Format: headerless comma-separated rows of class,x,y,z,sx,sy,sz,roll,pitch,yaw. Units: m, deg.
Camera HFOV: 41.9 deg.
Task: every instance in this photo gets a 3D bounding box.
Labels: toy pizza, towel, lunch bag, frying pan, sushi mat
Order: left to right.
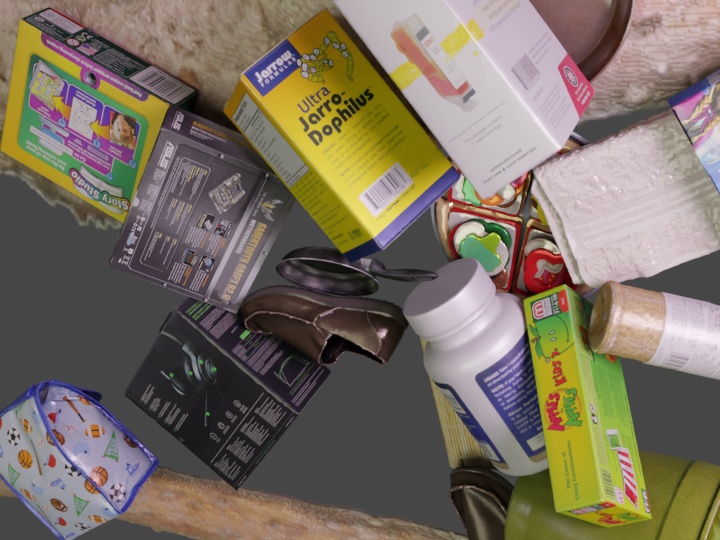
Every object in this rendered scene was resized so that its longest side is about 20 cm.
lunch bag,-0.407,0.250,1.293,0.169,0.124,0.200,-33,107,36
frying pan,-0.015,-0.005,0.972,0.114,0.031,0.189,20,159,-26
sushi mat,0.124,0.141,1.045,0.095,0.012,0.202,-4,114,26
toy pizza,0.159,-0.048,0.914,0.198,0.032,0.202,12,121,20
towel,0.261,-0.068,0.833,0.198,0.035,0.133,-23,106,21

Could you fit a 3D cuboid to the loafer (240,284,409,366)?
loafer,-0.047,0.064,1.034,0.198,0.072,0.073,3,156,23

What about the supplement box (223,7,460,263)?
supplement box,-0.020,-0.122,0.890,0.200,0.109,0.109,50,164,-7

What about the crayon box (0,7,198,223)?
crayon box,-0.296,-0.166,1.053,0.199,0.058,0.174,30,127,7

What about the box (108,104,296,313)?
box,-0.168,-0.060,1.021,0.157,0.049,0.201,20,127,-15

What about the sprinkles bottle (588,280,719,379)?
sprinkles bottle,0.310,0.062,0.845,0.198,0.068,0.069,12,123,-1

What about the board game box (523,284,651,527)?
board game box,0.208,0.126,0.871,0.047,0.202,0.101,-23,147,32

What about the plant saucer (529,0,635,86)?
plant saucer,0.140,-0.243,0.817,0.198,0.035,0.202,11,119,20

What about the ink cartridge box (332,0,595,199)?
ink cartridge box,0.090,-0.181,0.767,0.083,0.145,0.201,-33,99,36

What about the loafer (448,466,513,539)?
loafer,0.160,0.311,1.069,0.073,0.071,0.201,-21,107,40

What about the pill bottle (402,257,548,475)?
pill bottle,0.133,0.093,0.937,0.119,0.120,0.201,-24,111,33

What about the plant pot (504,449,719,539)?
plant pot,0.256,0.260,0.952,0.191,0.200,0.202,18,123,29

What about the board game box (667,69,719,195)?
board game box,0.384,-0.101,0.749,0.198,0.043,0.201,-30,101,22

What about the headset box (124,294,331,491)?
headset box,-0.167,0.131,1.129,0.199,0.093,0.175,39,126,2
